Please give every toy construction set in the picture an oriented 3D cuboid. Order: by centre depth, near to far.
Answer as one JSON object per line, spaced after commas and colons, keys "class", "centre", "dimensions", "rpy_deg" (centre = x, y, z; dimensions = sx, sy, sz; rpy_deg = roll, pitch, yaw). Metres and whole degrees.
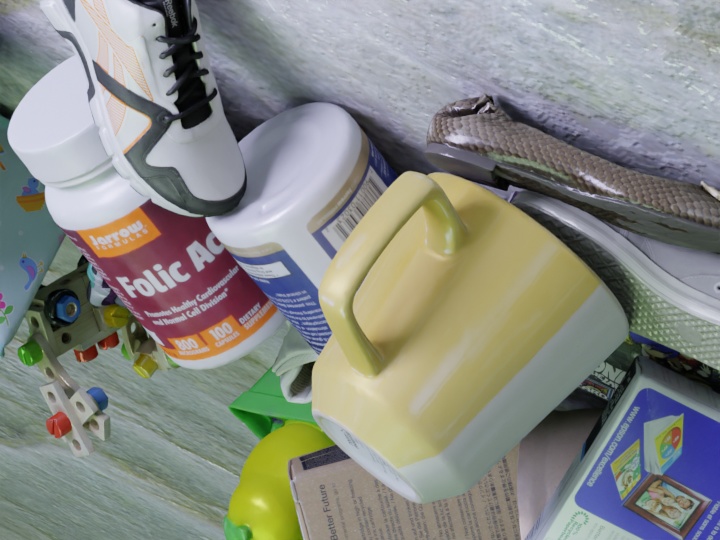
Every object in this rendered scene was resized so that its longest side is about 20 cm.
{"class": "toy construction set", "centre": [-0.200, 0.057, 1.606], "dimensions": [0.092, 0.200, 0.132], "rpy_deg": [-1, 116, 30]}

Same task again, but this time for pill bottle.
{"class": "pill bottle", "centre": [0.000, 0.000, 1.280], "dimensions": [0.111, 0.111, 0.200], "rpy_deg": [4, 142, 47]}
{"class": "pill bottle", "centre": [-0.130, -0.041, 1.305], "dimensions": [0.114, 0.114, 0.200], "rpy_deg": [6, 142, 45]}

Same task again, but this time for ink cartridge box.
{"class": "ink cartridge box", "centre": [0.214, 0.179, 1.280], "dimensions": [0.199, 0.199, 0.043], "rpy_deg": [28, -156, -3]}
{"class": "ink cartridge box", "centre": [0.050, 0.211, 1.430], "dimensions": [0.075, 0.164, 0.201], "rpy_deg": [-125, 21, -81]}

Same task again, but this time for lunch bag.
{"class": "lunch bag", "centre": [-0.326, -0.046, 1.517], "dimensions": [0.199, 0.171, 0.122], "rpy_deg": [31, 160, -16]}

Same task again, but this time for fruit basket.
{"class": "fruit basket", "centre": [-0.014, 0.153, 1.549], "dimensions": [0.215, 0.216, 0.156], "rpy_deg": [6, 150, 45]}

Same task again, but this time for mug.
{"class": "mug", "centre": [0.038, 0.037, 1.166], "dimensions": [0.187, 0.153, 0.149], "rpy_deg": [43, 168, -19]}

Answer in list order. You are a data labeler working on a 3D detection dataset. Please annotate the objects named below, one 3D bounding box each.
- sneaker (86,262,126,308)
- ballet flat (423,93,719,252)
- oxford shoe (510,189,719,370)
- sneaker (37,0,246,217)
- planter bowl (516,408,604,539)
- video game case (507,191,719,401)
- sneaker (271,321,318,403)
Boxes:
{"class": "sneaker", "centre": [-0.149, -0.010, 1.475], "dimensions": [0.087, 0.075, 0.200], "rpy_deg": [16, 169, -5]}
{"class": "ballet flat", "centre": [0.131, -0.054, 1.121], "dimensions": [0.199, 0.047, 0.067], "rpy_deg": [18, 169, 16]}
{"class": "oxford shoe", "centre": [0.177, 0.003, 1.167], "dimensions": [0.199, 0.058, 0.075], "rpy_deg": [27, 154, 18]}
{"class": "sneaker", "centre": [-0.120, -0.119, 1.173], "dimensions": [0.080, 0.074, 0.201], "rpy_deg": [-10, 116, 47]}
{"class": "planter bowl", "centre": [0.202, 0.186, 1.409], "dimensions": [0.134, 0.201, 0.200], "rpy_deg": [-11, 144, 17]}
{"class": "video game case", "centre": [0.173, 0.039, 1.284], "dimensions": [0.199, 0.036, 0.181], "rpy_deg": [25, 158, 9]}
{"class": "sneaker", "centre": [-0.041, 0.039, 1.440], "dimensions": [0.074, 0.116, 0.200], "rpy_deg": [34, 160, -20]}
